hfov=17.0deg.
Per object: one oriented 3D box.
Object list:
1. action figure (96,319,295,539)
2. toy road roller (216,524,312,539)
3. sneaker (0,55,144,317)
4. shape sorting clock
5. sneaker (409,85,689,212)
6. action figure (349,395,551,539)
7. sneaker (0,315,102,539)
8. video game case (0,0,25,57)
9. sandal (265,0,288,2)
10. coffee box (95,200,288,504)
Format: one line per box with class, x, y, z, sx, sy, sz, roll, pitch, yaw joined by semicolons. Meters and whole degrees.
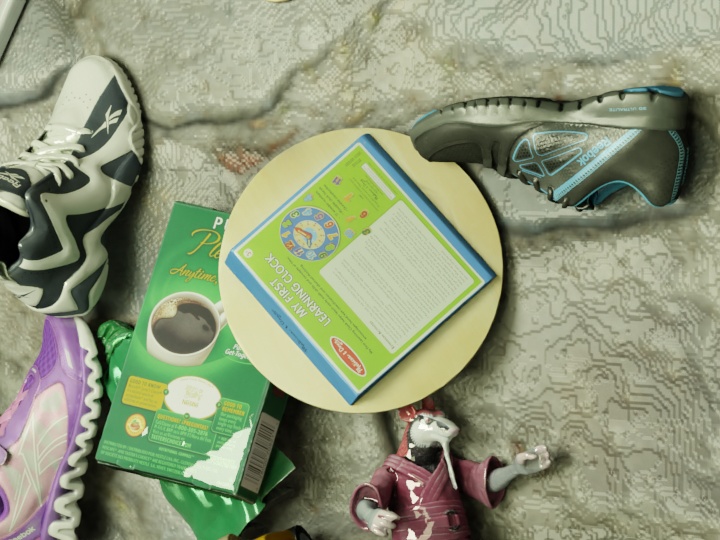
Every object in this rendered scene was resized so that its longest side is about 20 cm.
action figure;-0.132;0.110;1.783;0.200;0.055;0.118;50;117;20
toy road roller;-0.076;0.266;1.683;0.123;0.200;0.146;-27;78;9
sneaker;-0.233;-0.073;1.764;0.079;0.130;0.199;13;84;30
shape sorting clock;0.000;0.000;1.677;0.200;0.039;0.200;-1;81;4
sneaker;0.123;-0.078;1.610;0.200;0.073;0.082;-1;95;31
action figure;0.055;0.183;1.679;0.149;0.134;0.200;136;129;-69
sneaker;-0.250;0.127;1.821;0.080;0.088;0.200;-144;63;-67
video game case;-0.322;-0.270;1.877;0.182;0.024;0.200;35;109;22
sandal;-0.022;-0.266;1.678;0.212;0.070;0.078;-37;76;27
coffee box;-0.104;0.058;1.730;0.123;0.044;0.200;11;79;26
